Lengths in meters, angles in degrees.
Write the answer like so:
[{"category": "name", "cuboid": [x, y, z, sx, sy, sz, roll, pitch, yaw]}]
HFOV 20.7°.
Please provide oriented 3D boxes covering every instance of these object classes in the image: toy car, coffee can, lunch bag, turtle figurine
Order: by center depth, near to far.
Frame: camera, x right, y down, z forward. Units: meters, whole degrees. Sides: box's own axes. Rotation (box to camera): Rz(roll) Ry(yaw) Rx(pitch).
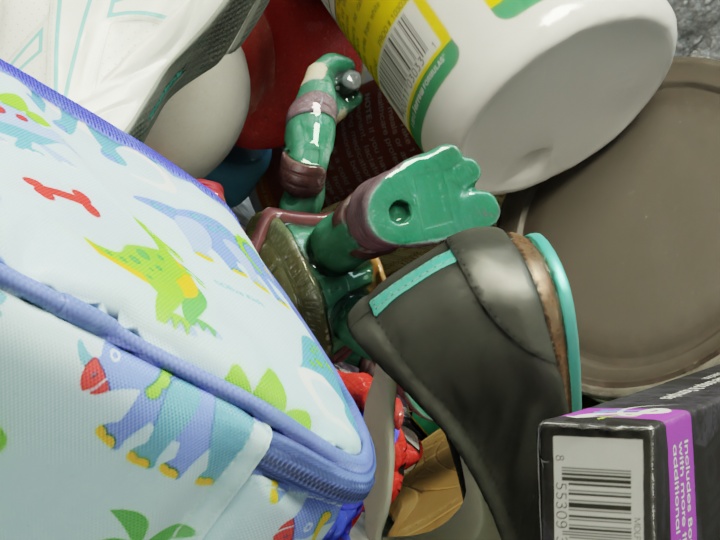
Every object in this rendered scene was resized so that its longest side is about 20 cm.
[{"category": "lunch bag", "cuboid": [-0.103, -0.004, 0.436, 0.200, 0.083, 0.161, 31, 12, -31]}, {"category": "turtle figurine", "cuboid": [0.000, 0.000, 0.773, 0.150, 0.101, 0.200, 60, -12, -14]}, {"category": "coffee can", "cuboid": [0.171, 0.016, 0.863, 0.200, 0.146, 0.146, 31, 12, -47]}, {"category": "toy car", "cuboid": [-0.101, -0.105, 0.897, 0.177, 0.184, 0.200, 40, 37, 1]}]

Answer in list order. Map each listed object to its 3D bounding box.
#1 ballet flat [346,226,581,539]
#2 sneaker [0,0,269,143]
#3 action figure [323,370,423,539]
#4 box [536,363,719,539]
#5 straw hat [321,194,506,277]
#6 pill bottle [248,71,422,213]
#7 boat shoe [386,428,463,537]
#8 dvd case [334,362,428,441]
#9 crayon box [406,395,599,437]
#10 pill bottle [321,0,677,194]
[{"category": "ballet flat", "cuboid": [0.037, 0.079, 0.571, 0.068, 0.068, 0.200, -123, -164, -62]}, {"category": "sneaker", "cuboid": [-0.087, -0.094, 0.707, 0.080, 0.200, 0.070, 34, -24, 7]}, {"category": "action figure", "cuboid": [-0.009, 0.067, 0.614, 0.052, 0.066, 0.200, 7, 4, 10]}, {"category": "box", "cuboid": [0.101, 0.102, 0.567, 0.036, 0.143, 0.200, 0, 3, 25]}, {"category": "straw hat", "cuboid": [0.050, 0.025, 0.981, 0.201, 0.201, 0.085, 26, 58, -59]}, {"category": "pill bottle", "cuboid": [0.040, -0.072, 1.001, 0.112, 0.112, 0.200, 35, -34, -31]}, {"category": "boat shoe", "cuboid": [0.052, 0.098, 0.717, 0.069, 0.071, 0.200, 58, 17, -8]}, {"category": "dvd case", "cuboid": [0.036, 0.091, 0.841, 0.200, 0.016, 0.149, 41, 10, 2]}, {"category": "crayon box", "cuboid": [0.122, 0.114, 0.845, 0.200, 0.058, 0.119, 47, 12, 32]}, {"category": "pill bottle", "cuboid": [0.032, -0.139, 0.810, 0.200, 0.113, 0.113, 57, 15, 26]}]
